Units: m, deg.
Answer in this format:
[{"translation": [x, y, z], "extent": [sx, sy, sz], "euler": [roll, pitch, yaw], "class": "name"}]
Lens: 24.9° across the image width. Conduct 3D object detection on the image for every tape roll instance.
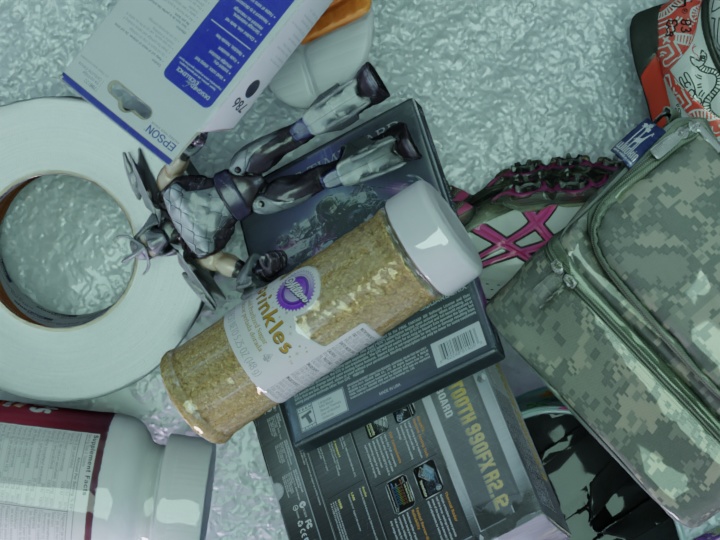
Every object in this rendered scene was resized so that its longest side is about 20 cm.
[{"translation": [-0.197, -0.016, 1.088], "extent": [0.200, 0.066, 0.201], "euler": [0, 95, 0], "class": "tape roll"}]

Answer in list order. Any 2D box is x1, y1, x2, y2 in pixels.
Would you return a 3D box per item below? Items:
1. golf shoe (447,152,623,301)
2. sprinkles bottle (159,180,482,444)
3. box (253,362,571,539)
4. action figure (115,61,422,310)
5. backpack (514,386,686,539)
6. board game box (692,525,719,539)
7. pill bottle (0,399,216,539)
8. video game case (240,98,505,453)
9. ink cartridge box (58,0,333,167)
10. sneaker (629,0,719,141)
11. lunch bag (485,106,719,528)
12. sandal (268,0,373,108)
[{"translation": [0.105, -0.022, 1.092], "extent": [0.200, 0.073, 0.092], "euler": [-11, 112, 8], "class": "golf shoe"}, {"translation": [-0.025, 0.027, 0.987], "extent": [0.200, 0.068, 0.068], "euler": [-34, 95, 12], "class": "sprinkles bottle"}, {"translation": [0.021, 0.110, 1.013], "extent": [0.158, 0.048, 0.200], "euler": [-31, 54, 13], "class": "box"}, {"translation": [-0.066, -0.055, 1.020], "extent": [0.200, 0.069, 0.130], "euler": [-29, 106, 7], "class": "action figure"}, {"translation": [0.111, 0.174, 1.064], "extent": [0.200, 0.151, 0.178], "euler": [-36, 90, 16], "class": "backpack"}, {"translation": [0.324, 0.207, 1.136], "extent": [0.200, 0.032, 0.120], "euler": [-29, 92, 3], "class": "board game box"}, {"translation": [-0.201, 0.145, 1.084], "extent": [0.200, 0.110, 0.110], "euler": [7, 96, -1], "class": "pill bottle"}, {"translation": [0.000, 0.000, 1.039], "extent": [0.143, 0.019, 0.200], "euler": [-27, 55, 16], "class": "video game case"}, {"translation": [-0.081, -0.162, 0.977], "extent": [0.099, 0.039, 0.200], "euler": [39, 89, 18], "class": "ink cartridge box"}, {"translation": [0.251, -0.087, 1.053], "extent": [0.108, 0.067, 0.202], "euler": [-16, 89, 34], "class": "sneaker"}, {"translation": [0.198, 0.025, 0.975], "extent": [0.168, 0.139, 0.200], "euler": [-45, 79, 19], "class": "lunch bag"}, {"translation": [-0.033, -0.202, 1.075], "extent": [0.079, 0.059, 0.207], "euler": [-13, 75, 11], "class": "sandal"}]
